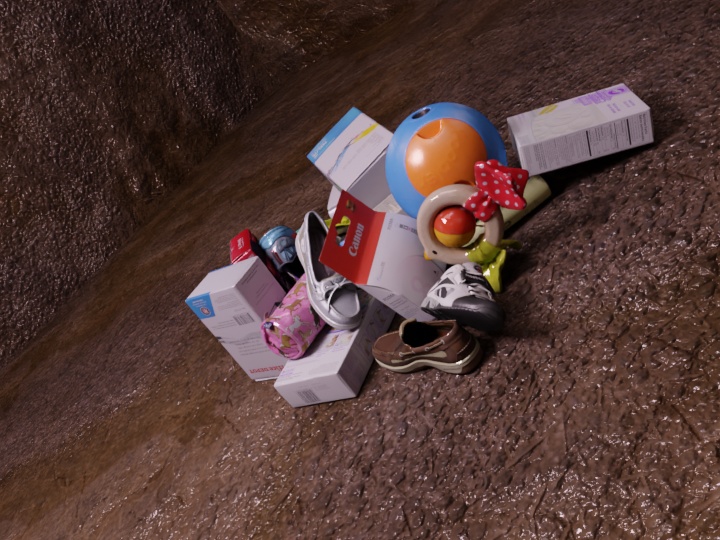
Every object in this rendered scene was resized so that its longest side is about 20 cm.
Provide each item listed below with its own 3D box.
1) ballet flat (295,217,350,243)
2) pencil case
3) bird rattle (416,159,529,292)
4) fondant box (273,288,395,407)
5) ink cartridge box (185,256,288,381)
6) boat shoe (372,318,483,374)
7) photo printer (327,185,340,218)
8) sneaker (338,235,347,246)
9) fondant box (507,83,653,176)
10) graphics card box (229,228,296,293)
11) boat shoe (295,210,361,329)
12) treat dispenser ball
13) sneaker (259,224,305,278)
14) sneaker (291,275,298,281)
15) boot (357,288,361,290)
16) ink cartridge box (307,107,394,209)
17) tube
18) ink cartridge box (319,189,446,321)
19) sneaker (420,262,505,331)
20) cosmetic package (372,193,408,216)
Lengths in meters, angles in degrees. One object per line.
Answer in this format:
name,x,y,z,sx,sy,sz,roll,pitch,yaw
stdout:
ballet flat,-0.069,-0.069,1.470,0.067,0.067,0.200,29,30,21
pencil case,-0.084,0.049,1.178,0.083,0.086,0.201,-32,18,54
bird rattle,0.161,-0.066,1.034,0.161,0.201,0.113,1,42,13
fondant box,-0.036,0.120,1.157,0.143,0.058,0.201,-18,32,39
ink cartridge box,-0.185,0.089,1.247,0.146,0.201,0.086,-14,32,41
boat shoe,0.081,0.096,1.009,0.201,0.075,0.075,-9,37,49
photo printer,0.026,-0.197,1.618,0.199,0.070,0.167,-28,26,23
sneaker,0.047,-0.051,1.205,0.198,0.084,0.071,-6,-12,-29
fondant box,0.347,-0.227,1.145,0.198,0.059,0.145,-14,28,10
graphics card box,-0.162,0.023,1.332,0.051,0.200,0.126,-38,23,3
boat shoe,-0.051,0.000,1.129,0.074,0.065,0.203,-11,59,-18
treat dispenser ball,0.140,-0.172,1.172,0.200,0.201,0.201,-31,25,16
sneaker,-0.107,-0.016,1.353,0.079,0.199,0.096,-42,60,26
sneaker,-0.135,-0.023,1.521,0.081,0.084,0.199,-47,28,-18
boot,0.000,0.000,1.306,0.107,0.075,0.199,-46,23,-29
ink cartridge box,0.019,-0.203,1.433,0.146,0.147,0.200,-45,38,1
tube,0.219,-0.078,1.158,0.199,0.058,0.052,-39,39,-1
ink cartridge box,0.045,-0.028,1.102,0.057,0.199,0.164,-32,31,41
sneaker,0.144,0.028,0.969,0.089,0.074,0.200,-63,17,-5
cosmetic package,0.109,-0.115,1.330,0.200,0.087,0.103,-40,22,0
